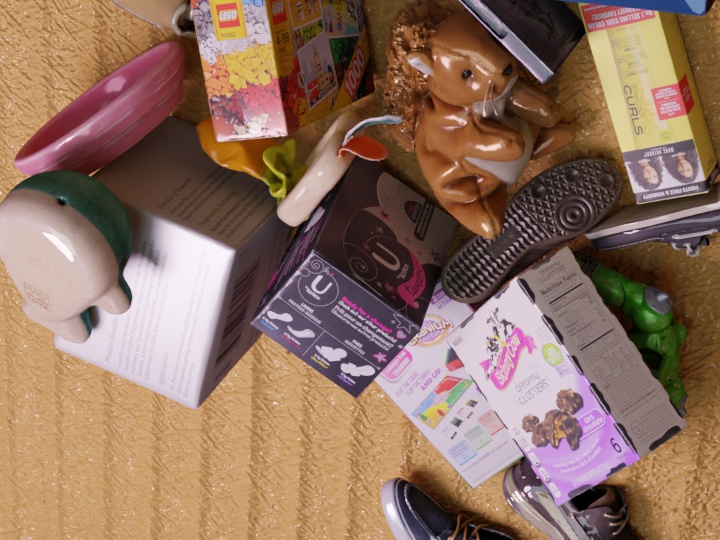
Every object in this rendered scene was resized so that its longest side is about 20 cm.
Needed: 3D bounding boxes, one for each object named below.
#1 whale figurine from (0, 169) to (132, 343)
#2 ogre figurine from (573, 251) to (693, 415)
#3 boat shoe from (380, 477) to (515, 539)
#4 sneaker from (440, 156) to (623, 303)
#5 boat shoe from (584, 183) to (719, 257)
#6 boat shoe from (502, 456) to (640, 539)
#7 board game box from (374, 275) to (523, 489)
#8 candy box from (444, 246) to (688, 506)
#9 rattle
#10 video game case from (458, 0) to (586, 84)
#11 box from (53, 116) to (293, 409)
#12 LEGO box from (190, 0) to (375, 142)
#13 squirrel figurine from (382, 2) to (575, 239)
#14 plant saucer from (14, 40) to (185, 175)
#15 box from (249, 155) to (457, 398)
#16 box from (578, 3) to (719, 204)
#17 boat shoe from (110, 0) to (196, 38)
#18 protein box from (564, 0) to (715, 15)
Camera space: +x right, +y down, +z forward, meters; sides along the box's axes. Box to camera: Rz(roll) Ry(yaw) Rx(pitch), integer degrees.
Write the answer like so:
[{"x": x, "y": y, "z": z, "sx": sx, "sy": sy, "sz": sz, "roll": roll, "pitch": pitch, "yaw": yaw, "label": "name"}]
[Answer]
[{"x": -0.274, "y": -0.015, "z": 1.656, "sx": 0.159, "sy": 0.104, "sz": 0.200, "roll": 28, "pitch": 146, "yaw": 11, "label": "whale figurine"}, {"x": 0.253, "y": 0.077, "z": 1.696, "sx": 0.120, "sy": 0.098, "sz": 0.201, "roll": 7, "pitch": 107, "yaw": 33, "label": "ogre figurine"}, {"x": 0.111, "y": 0.289, "z": 1.886, "sx": 0.091, "sy": 0.071, "sz": 0.200, "roll": -28, "pitch": 109, "yaw": 31, "label": "boat shoe"}, {"x": 0.159, "y": -0.042, "z": 1.681, "sx": 0.200, "sy": 0.076, "sz": 0.071, "roll": -34, "pitch": 89, "yaw": 1, "label": "sneaker"}, {"x": 0.307, "y": -0.038, "z": 1.626, "sx": 0.200, "sy": 0.073, "sz": 0.063, "roll": -14, "pitch": 106, "yaw": 24, "label": "boat shoe"}, {"x": 0.238, "y": 0.259, "z": 1.807, "sx": 0.200, "sy": 0.075, "sz": 0.073, "roll": 37, "pitch": 124, "yaw": 1, "label": "boat shoe"}, {"x": 0.107, "y": 0.109, "z": 1.807, "sx": 0.200, "sy": 0.040, "sz": 0.153, "roll": 48, "pitch": 124, "yaw": -5, "label": "board game box"}, {"x": 0.189, "y": 0.102, "z": 1.655, "sx": 0.200, "sy": 0.071, "sz": 0.168, "roll": 56, "pitch": 150, "yaw": 8, "label": "candy box"}, {"x": -0.057, "y": -0.130, "z": 1.640, "sx": 0.143, "sy": 0.130, "sz": 0.200, "roll": 51, "pitch": 167, "yaw": -2, "label": "rattle"}, {"x": 0.112, "y": -0.260, "z": 1.554, "sx": 0.200, "sy": 0.143, "sz": 0.019, "roll": 44, "pitch": 120, "yaw": -2, "label": "video game case"}, {"x": -0.180, "y": -0.012, "z": 1.776, "sx": 0.171, "sy": 0.200, "sz": 0.199, "roll": 22, "pitch": 122, "yaw": 10, "label": "box"}, {"x": -0.069, "y": -0.213, "z": 1.612, "sx": 0.077, "sy": 0.200, "sz": 0.149, "roll": -3, "pitch": 106, "yaw": 25, "label": "LEGO box"}, {"x": 0.082, "y": -0.164, "z": 1.599, "sx": 0.200, "sy": 0.142, "sz": 0.187, "roll": 35, "pitch": 162, "yaw": 35, "label": "squirrel figurine"}, {"x": -0.248, "y": -0.150, "z": 1.736, "sx": 0.200, "sy": 0.201, "sz": 0.051, "roll": -25, "pitch": 110, "yaw": 31, "label": "plant saucer"}, {"x": 0.000, "y": 0.000, "z": 1.694, "sx": 0.132, "sy": 0.200, "sz": 0.115, "roll": 35, "pitch": 125, "yaw": -8, "label": "box"}, {"x": 0.263, "y": -0.164, "z": 1.593, "sx": 0.075, "sy": 0.050, "sz": 0.200, "roll": -8, "pitch": 111, "yaw": 28, "label": "box"}, {"x": -0.168, "y": -0.258, "z": 1.718, "sx": 0.199, "sy": 0.076, "sz": 0.072, "roll": 14, "pitch": 120, "yaw": 17, "label": "boat shoe"}, {"x": 0.213, "y": -0.338, "z": 1.474, "sx": 0.198, "sy": 0.135, "sz": 0.201, "roll": 9, "pitch": 118, "yaw": 19, "label": "protein box"}]
